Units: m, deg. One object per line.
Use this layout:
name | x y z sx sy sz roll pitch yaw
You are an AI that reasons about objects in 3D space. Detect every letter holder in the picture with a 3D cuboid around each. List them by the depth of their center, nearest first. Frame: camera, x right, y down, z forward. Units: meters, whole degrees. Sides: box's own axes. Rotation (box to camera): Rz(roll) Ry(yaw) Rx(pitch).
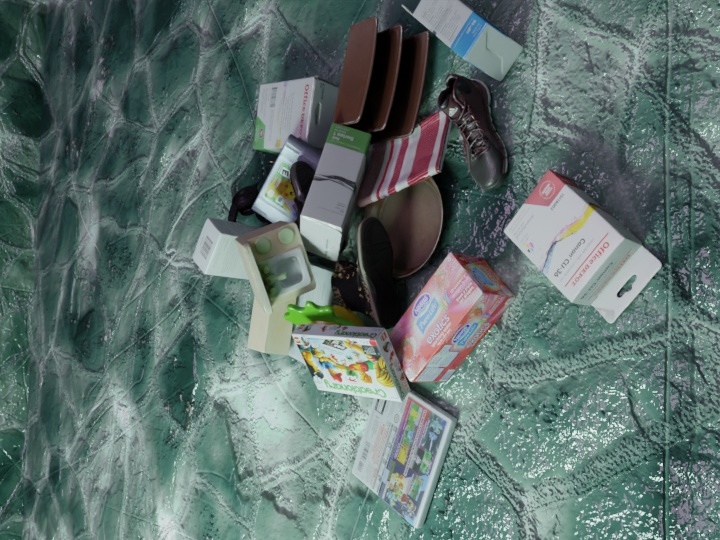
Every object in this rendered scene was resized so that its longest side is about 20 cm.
letter holder | 0.042 -0.355 1.208 0.140 0.099 0.207 2 79 49

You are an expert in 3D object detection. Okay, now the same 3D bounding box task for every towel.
towel | 0.079 -0.204 1.183 0.197 0.023 0.147 -19 46 44

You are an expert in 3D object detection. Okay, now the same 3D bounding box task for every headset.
headset | -0.223 -0.148 1.464 0.093 0.122 0.206 17 90 42

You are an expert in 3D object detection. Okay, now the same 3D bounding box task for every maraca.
maraca | -0.057 0.114 1.209 0.134 0.200 0.109 -14 49 32

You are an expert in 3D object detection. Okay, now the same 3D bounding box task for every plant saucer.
plant saucer | 0.084 -0.088 1.198 0.197 0.034 0.207 -10 77 46

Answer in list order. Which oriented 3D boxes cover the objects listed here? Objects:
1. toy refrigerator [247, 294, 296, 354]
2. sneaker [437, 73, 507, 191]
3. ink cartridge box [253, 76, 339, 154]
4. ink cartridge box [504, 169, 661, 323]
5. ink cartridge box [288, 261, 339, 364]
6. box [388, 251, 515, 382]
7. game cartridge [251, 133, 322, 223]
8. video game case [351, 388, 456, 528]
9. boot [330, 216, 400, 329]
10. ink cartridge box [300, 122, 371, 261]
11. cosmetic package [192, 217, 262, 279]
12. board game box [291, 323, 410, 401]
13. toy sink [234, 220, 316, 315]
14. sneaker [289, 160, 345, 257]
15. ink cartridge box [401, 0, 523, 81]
toy refrigerator | -0.178 0.068 1.367 0.075 0.069 0.207 3 84 51
sneaker | 0.172 -0.232 1.068 0.075 0.114 0.206 -27 66 39
ink cartridge box | -0.141 -0.334 1.426 0.197 0.086 0.150 9 92 47
ink cartridge box | 0.313 -0.035 0.929 0.118 0.066 0.201 -56 50 24
ink cartridge box | -0.121 0.083 1.380 0.197 0.040 0.206 18 96 47
box | 0.143 0.081 1.065 0.202 0.101 0.095 -56 51 26
game cartridge | -0.137 -0.171 1.374 0.202 0.131 0.041 -55 12 34
video game case | 0.073 0.317 1.162 0.180 0.023 0.206 26 102 45
boot | 0.000 0.000 1.206 0.149 0.072 0.206 12 121 56
ink cartridge box | -0.048 -0.143 1.214 0.147 0.082 0.205 103 -176 -67
cosmetic package | -0.254 -0.042 1.421 0.074 0.197 0.103 43 112 39
board game box | -0.019 0.154 1.108 0.196 0.035 0.129 -1 122 42
toy sink | -0.157 -0.013 1.215 0.200 0.109 0.134 -160 49 -75
sneaker | -0.114 -0.117 1.334 0.112 0.076 0.204 -13 107 41
ink cartridge box | 0.168 -0.415 1.097 0.067 0.114 0.201 -54 51 25
